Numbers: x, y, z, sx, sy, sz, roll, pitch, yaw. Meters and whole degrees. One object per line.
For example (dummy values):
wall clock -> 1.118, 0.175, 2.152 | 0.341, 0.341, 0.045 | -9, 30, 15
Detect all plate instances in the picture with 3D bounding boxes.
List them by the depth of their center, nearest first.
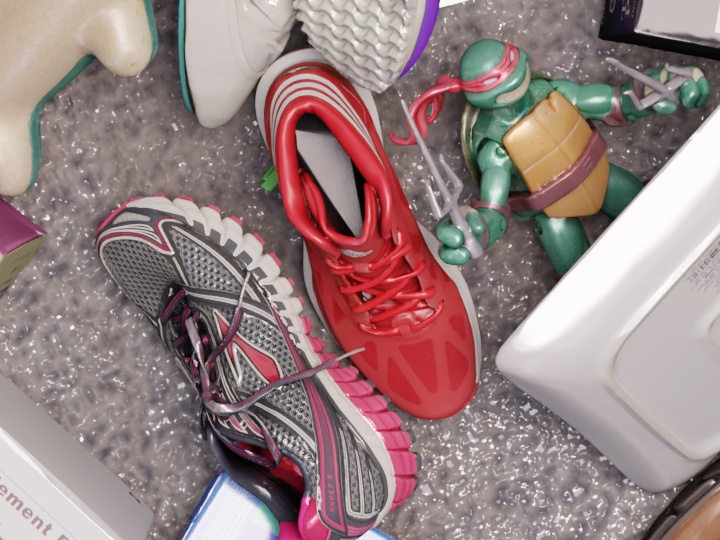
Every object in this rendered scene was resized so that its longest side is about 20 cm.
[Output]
plate -> 0.176, 0.011, 1.161 | 0.200, 0.200, 0.032 | -47, 54, 3

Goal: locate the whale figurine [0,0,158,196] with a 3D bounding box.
whale figurine -> -0.151, -0.139, 1.193 | 0.159, 0.104, 0.200 | 31, 116, 25

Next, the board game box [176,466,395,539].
board game box -> -0.016, 0.202, 1.221 | 0.200, 0.045, 0.152 | 32, 80, -2

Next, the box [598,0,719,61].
box -> 0.172, -0.202, 1.162 | 0.079, 0.141, 0.200 | 10, 94, 1

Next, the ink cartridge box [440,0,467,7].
ink cartridge box -> 0.026, -0.230, 1.206 | 0.145, 0.048, 0.200 | -15, 92, 0

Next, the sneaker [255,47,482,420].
sneaker -> 0.000, 0.000, 1.172 | 0.078, 0.116, 0.200 | -26, 107, 10

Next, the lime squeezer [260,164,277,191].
lime squeezer -> -0.012, -0.131, 1.196 | 0.071, 0.038, 0.200 | -8, 116, -20

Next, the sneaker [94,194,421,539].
sneaker -> -0.058, 0.046, 1.186 | 0.200, 0.081, 0.075 | 47, 52, 10

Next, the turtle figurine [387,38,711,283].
turtle figurine -> 0.099, -0.048, 1.169 | 0.150, 0.101, 0.200 | -39, 121, 1

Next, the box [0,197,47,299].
box -> -0.251, 0.039, 1.156 | 0.097, 0.176, 0.200 | 35, 93, -3

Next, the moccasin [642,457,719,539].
moccasin -> 0.226, 0.109, 1.223 | 0.201, 0.074, 0.078 | -31, 86, -8

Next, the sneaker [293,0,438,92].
sneaker -> 0.033, -0.171, 1.088 | 0.070, 0.200, 0.099 | 37, 49, 25

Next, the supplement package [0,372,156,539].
supplement package -> -0.208, 0.163, 1.194 | 0.117, 0.117, 0.200 | 43, 92, -3

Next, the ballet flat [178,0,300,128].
ballet flat -> -0.053, -0.152, 1.142 | 0.069, 0.069, 0.200 | -2, 121, -1
